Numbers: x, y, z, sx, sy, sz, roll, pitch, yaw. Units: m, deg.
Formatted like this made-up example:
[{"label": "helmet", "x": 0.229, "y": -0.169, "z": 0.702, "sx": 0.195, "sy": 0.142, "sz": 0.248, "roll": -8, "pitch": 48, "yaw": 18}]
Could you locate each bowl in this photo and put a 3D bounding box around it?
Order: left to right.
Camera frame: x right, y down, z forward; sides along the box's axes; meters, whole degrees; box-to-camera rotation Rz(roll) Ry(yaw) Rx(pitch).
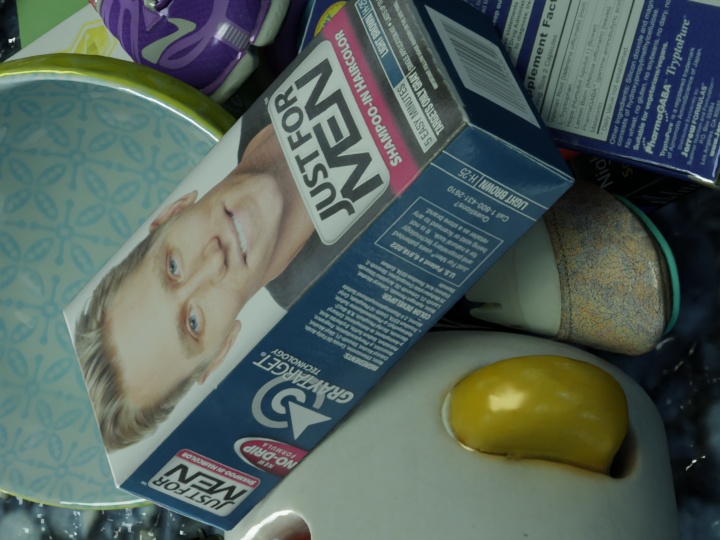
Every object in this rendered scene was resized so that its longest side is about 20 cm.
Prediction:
[{"label": "bowl", "x": -0.110, "y": -0.010, "z": 1.135, "sx": 0.199, "sy": 0.108, "sz": 0.201, "roll": 3, "pitch": 114, "yaw": 7}]

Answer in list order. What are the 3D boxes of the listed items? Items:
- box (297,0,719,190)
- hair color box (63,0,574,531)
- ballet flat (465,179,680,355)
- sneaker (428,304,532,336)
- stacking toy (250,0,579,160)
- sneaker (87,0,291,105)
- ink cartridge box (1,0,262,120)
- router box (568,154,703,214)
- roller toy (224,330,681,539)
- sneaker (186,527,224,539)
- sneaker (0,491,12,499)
[{"label": "box", "x": 0.073, "y": -0.110, "z": 1.020, "sx": 0.199, "sy": 0.032, "sz": 0.122, "roll": 17, "pitch": 91, "yaw": 35}, {"label": "hair color box", "x": -0.021, "y": -0.007, "z": 0.999, "sx": 0.200, "sy": 0.060, "sz": 0.100, "roll": -46, "pitch": 41, "yaw": 22}, {"label": "ballet flat", "x": 0.066, "y": -0.006, "z": 1.078, "sx": 0.200, "sy": 0.067, "sz": 0.068, "roll": -138, "pitch": 39, "yaw": -71}, {"label": "sneaker", "x": 0.000, "y": 0.000, "z": 1.177, "sx": 0.199, "sy": 0.071, "sz": 0.083, "roll": 32, "pitch": 109, "yaw": 35}, {"label": "stacking toy", "x": 0.030, "y": -0.087, "z": 1.123, "sx": 0.200, "sy": 0.085, "sz": 0.086, "roll": 26, "pitch": 100, "yaw": 53}, {"label": "sneaker", "x": -0.105, "y": -0.138, "z": 1.166, "sx": 0.081, "sy": 0.083, "sz": 0.200, "roll": -54, "pitch": 48, "yaw": 9}, {"label": "ink cartridge box", "x": -0.119, "y": -0.112, "z": 1.257, "sx": 0.145, "sy": 0.048, "sz": 0.201, "roll": -29, "pitch": 57, "yaw": 28}, {"label": "router box", "x": 0.134, "y": -0.141, "z": 1.113, "sx": 0.149, "sy": 0.051, "sz": 0.201, "roll": -27, "pitch": 72, "yaw": 29}, {"label": "roller toy", "x": 0.036, "y": 0.110, "z": 1.062, "sx": 0.182, "sy": 0.200, "sz": 0.140, "roll": -13, "pitch": 59, "yaw": 15}, {"label": "sneaker", "x": -0.080, "y": 0.155, "z": 1.221, "sx": 0.199, "sy": 0.074, "sz": 0.080, "roll": 4, "pitch": 76, "yaw": 29}, {"label": "sneaker", "x": -0.108, "y": 0.063, "z": 1.249, "sx": 0.199, "sy": 0.075, "sz": 0.081, "roll": -10, "pitch": 87, "yaw": 41}]
